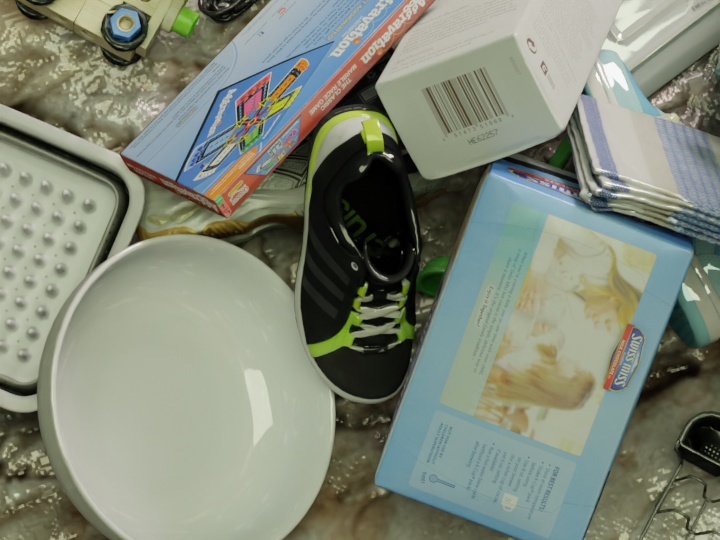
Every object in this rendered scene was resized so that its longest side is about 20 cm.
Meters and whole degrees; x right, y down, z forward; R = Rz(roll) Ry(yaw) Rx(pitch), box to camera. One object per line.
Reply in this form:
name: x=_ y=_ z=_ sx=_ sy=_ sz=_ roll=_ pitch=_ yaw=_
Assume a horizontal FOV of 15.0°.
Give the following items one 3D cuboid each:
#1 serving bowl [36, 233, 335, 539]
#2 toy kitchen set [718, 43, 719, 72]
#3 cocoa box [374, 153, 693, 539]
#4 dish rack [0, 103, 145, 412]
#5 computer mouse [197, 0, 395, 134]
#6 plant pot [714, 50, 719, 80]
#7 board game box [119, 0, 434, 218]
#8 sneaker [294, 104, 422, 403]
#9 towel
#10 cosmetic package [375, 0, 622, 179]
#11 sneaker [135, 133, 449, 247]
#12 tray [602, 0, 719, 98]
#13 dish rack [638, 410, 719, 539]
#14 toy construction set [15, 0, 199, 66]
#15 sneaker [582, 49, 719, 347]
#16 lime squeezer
serving bowl: x=-0.113 y=0.082 z=1.643 sx=0.199 sy=0.066 sz=0.201 roll=8 pitch=76 yaw=-34
toy kitchen set: x=0.269 y=-0.108 z=1.520 sx=0.162 sy=0.180 sz=0.201 roll=-8 pitch=96 yaw=18
cocoa box: x=0.104 y=0.047 z=1.619 sx=0.133 sy=0.131 sz=0.201 roll=20 pitch=100 yaw=2
dish rack: x=-0.244 y=-0.018 z=1.682 sx=0.199 sy=0.044 sz=0.172 roll=22 pitch=82 yaw=7
computer mouse: x=-0.001 y=-0.149 z=1.707 sx=0.140 sy=0.046 sz=0.200 roll=-34 pitch=47 yaw=-8
plant pot: x=0.333 y=-0.155 z=1.680 sx=0.195 sy=0.200 sz=0.201 roll=21 pitch=77 yaw=5
board game box: x=-0.047 y=-0.120 z=1.648 sx=0.200 sy=0.019 sz=0.103 roll=-47 pitch=39 yaw=-16
sneaker: x=0.000 y=0.000 z=1.611 sx=0.071 sy=0.083 sz=0.201 roll=-11 pitch=118 yaw=-11
towel: x=0.216 y=-0.045 z=1.607 sx=0.199 sy=0.147 sz=0.024 roll=17 pitch=113 yaw=-10
cosmetic package: x=0.089 y=-0.143 z=1.652 sx=0.101 sy=0.200 sz=0.074 roll=-17 pitch=113 yaw=28
sneaker: x=-0.045 y=-0.067 z=1.699 sx=0.199 sy=0.076 sz=0.088 roll=-8 pitch=76 yaw=-6
tray: x=0.201 y=-0.191 z=1.768 sx=0.200 sy=0.022 sz=0.108 roll=-37 pitch=83 yaw=-10
dish rack: x=0.224 y=0.207 z=1.663 sx=0.153 sy=0.055 sz=0.201 roll=29 pitch=78 yaw=4
toy construction set: x=-0.157 y=-0.211 z=1.724 sx=0.199 sy=0.092 sz=0.132 roll=25 pitch=77 yaw=14
sneaker: x=0.219 y=-0.066 z=1.713 sx=0.130 sy=0.080 sz=0.201 roll=-25 pitch=89 yaw=-6
lime squeezer: x=0.062 y=-0.014 z=1.712 sx=0.199 sy=0.038 sz=0.071 roll=-27 pitch=80 yaw=-8
